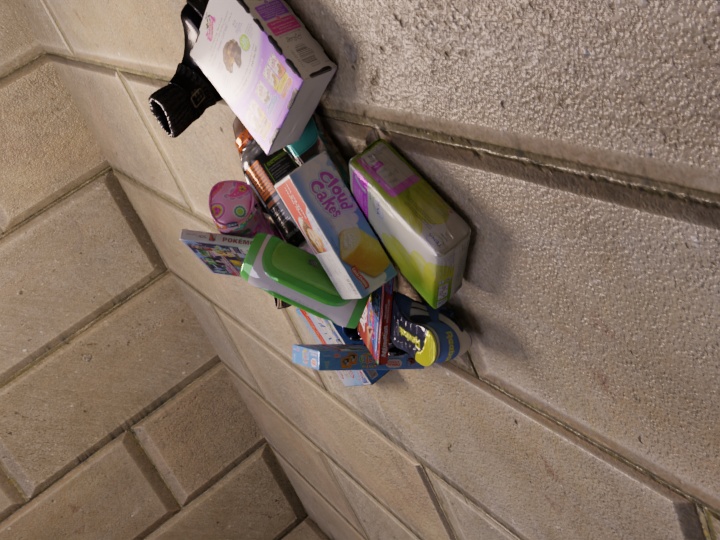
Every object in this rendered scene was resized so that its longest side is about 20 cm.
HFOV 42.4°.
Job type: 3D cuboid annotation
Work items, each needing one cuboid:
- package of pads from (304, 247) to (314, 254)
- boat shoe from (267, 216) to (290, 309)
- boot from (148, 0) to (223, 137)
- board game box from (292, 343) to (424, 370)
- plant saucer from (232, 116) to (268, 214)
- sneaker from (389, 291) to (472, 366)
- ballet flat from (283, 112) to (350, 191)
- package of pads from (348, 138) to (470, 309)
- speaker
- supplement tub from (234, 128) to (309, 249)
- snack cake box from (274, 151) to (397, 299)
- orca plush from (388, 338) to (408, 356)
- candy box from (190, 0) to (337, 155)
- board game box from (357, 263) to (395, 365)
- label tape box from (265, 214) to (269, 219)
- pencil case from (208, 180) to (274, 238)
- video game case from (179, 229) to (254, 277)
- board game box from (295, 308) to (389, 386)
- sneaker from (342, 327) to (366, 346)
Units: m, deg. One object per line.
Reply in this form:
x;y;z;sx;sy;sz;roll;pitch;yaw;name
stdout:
-0.081;-0.048;1.648;0.121;0.075;0.202;46;160;50;package of pads
-0.154;-0.010;1.726;0.072;0.059;0.202;-125;16;-46;boat shoe
-0.300;-0.341;1.584;0.079;0.157;0.213;39;156;39;boot
-0.005;0.152;1.640;0.151;0.196;0.037;180;91;-69;board game box
-0.191;-0.190;1.638;0.200;0.036;0.205;166;91;-86;plant saucer
0.098;0.087;1.414;0.200;0.081;0.076;-137;43;-60;sneaker
-0.068;-0.182;1.421;0.203;0.075;0.064;61;-164;0;ballet flat
0.065;-0.066;1.266;0.200;0.068;0.155;48;162;23;package of pads
-0.083;0.016;1.436;0.197;0.090;0.089;24;160;-1;speaker
-0.110;-0.145;1.486;0.202;0.121;0.123;58;162;3;supplement tub
-0.038;-0.060;1.336;0.202;0.067;0.115;59;167;-7;snack cake box
0.061;0.104;1.516;0.198;0.071;0.107;27;144;41;orca plush
-0.142;-0.299;1.319;0.201;0.071;0.168;52;143;10;candy box
0.024;0.036;1.471;0.103;0.019;0.204;-124;32;-56;board game box
-0.145;-0.050;1.843;0.199;0.066;0.145;39;155;47;label tape box
-0.197;-0.084;1.563;0.088;0.087;0.200;50;172;15;pencil case
-0.194;-0.020;1.582;0.178;0.023;0.200;8;165;9;video game case
-0.038;0.139;1.904;0.202;0.055;0.196;57;162;-3;board game box
-0.010;0.084;1.700;0.199;0.078;0.076;18;139;62;sneaker
